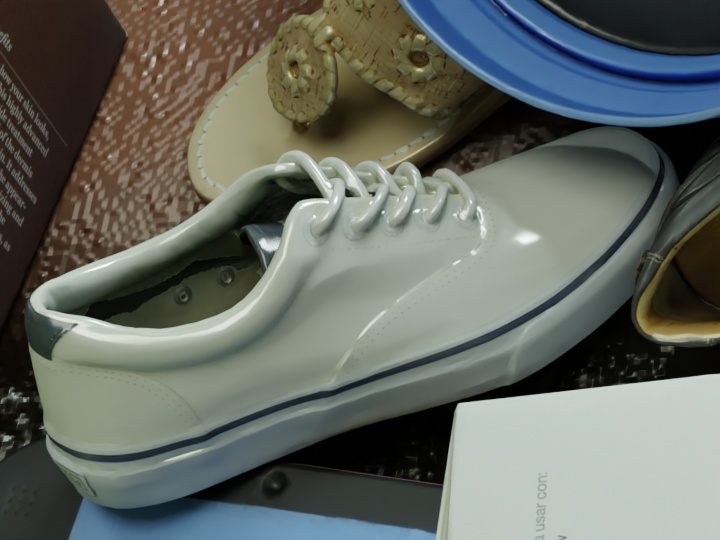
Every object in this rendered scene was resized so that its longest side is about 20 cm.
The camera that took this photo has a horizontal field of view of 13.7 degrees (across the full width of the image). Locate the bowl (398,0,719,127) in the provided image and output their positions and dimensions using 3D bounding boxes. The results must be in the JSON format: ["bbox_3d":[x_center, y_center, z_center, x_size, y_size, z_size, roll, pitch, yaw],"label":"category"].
[{"bbox_3d":[0.078,-0.141,0.819,0.200,0.039,0.201,8,105,34],"label":"bowl"}]

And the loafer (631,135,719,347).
[{"bbox_3d":[0.152,-0.027,0.771,0.200,0.073,0.072,-35,4,44],"label":"loafer"}]

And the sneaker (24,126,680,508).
[{"bbox_3d":[0.000,0.000,0.851,0.200,0.071,0.073,-26,39,-12],"label":"sneaker"}]

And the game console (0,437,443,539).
[{"bbox_3d":[-0.045,0.134,0.822,0.199,0.031,0.177,6,59,27],"label":"game console"}]

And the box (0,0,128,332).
[{"bbox_3d":[-0.152,-0.026,0.935,0.075,0.100,0.200,7,60,27],"label":"box"}]

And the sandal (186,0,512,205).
[{"bbox_3d":[0.032,-0.088,0.918,0.211,0.070,0.078,-19,51,10],"label":"sandal"}]

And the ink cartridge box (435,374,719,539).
[{"bbox_3d":[0.130,0.090,0.703,0.199,0.147,0.083,-7,53,18],"label":"ink cartridge box"}]
